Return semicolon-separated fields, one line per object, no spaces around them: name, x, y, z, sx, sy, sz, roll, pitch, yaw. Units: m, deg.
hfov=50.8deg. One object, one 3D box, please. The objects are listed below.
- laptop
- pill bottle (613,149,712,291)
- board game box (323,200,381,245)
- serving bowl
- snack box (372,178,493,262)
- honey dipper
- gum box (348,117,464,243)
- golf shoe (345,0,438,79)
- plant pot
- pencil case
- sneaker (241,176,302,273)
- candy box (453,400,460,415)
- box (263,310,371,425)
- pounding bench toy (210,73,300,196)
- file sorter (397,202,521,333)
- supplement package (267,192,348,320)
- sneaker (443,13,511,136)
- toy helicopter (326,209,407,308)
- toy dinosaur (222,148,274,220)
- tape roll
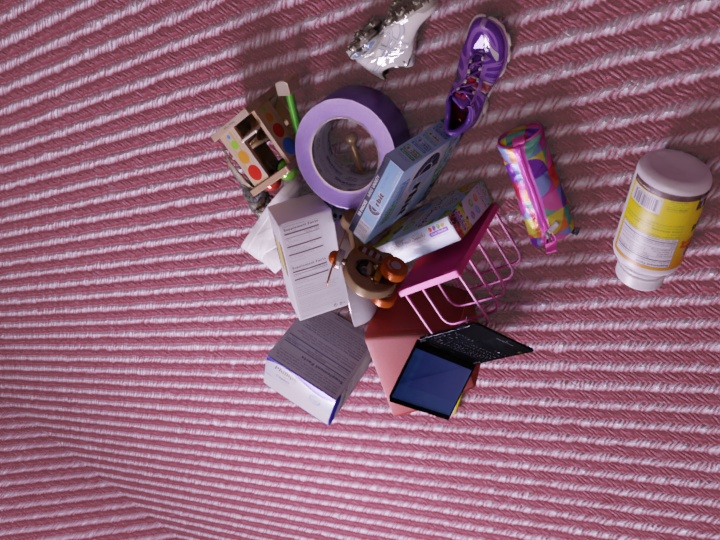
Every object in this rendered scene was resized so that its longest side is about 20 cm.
laptop;0.175;0.180;1.320;0.197;0.106;0.175;-19;149;41
pill bottle;0.450;-0.071;1.151;0.107;0.110;0.204;21;133;20
board game box;-0.044;-0.046;1.570;0.197;0.043;0.202;-18;108;43
serving bowl;0.000;0.000;1.432;0.064;0.202;0.204;-10;123;1
snack box;0.124;-0.079;1.354;0.198;0.142;0.054;-22;108;44
honey dipper;0.008;-0.166;1.452;0.037;0.038;0.205;-1;118;35
gum box;0.079;-0.154;1.280;0.044;0.199;0.171;40;135;12
golf shoe;0.070;-0.382;1.225;0.097;0.080;0.198;40;145;-24
plant pot;0.140;0.140;1.490;0.172;0.201;0.204;-8;119;24
pencil case;0.288;-0.136;1.236;0.087;0.089;0.204;-8;117;39
sneaker;-0.149;-0.088;1.546;0.115;0.074;0.201;39;118;0
candy box;0.136;0.234;1.672;0.196;0.026;0.104;28;137;16
box;-0.089;0.201;1.681;0.181;0.201;0.106;30;137;11
pounding bench toy;-0.150;-0.255;1.427;0.198;0.125;0.157;-24;107;44
file sorter;0.184;0.006;1.338;0.137;0.201;0.127;-21;114;43
supplement package;-0.101;-0.030;1.476;0.114;0.107;0.205;-129;25;-61
sneaker;0.179;-0.297;1.190;0.079;0.084;0.203;25;133;16
toy helicopter;-0.006;-0.031;1.305;0.129;0.203;0.080;3;135;-21
toy dinosaur;-0.225;-0.174;1.604;0.087;0.047;0.203;-13;111;48
tape roll;-0.014;-0.220;1.360;0.195;0.085;0.205;10;120;18
